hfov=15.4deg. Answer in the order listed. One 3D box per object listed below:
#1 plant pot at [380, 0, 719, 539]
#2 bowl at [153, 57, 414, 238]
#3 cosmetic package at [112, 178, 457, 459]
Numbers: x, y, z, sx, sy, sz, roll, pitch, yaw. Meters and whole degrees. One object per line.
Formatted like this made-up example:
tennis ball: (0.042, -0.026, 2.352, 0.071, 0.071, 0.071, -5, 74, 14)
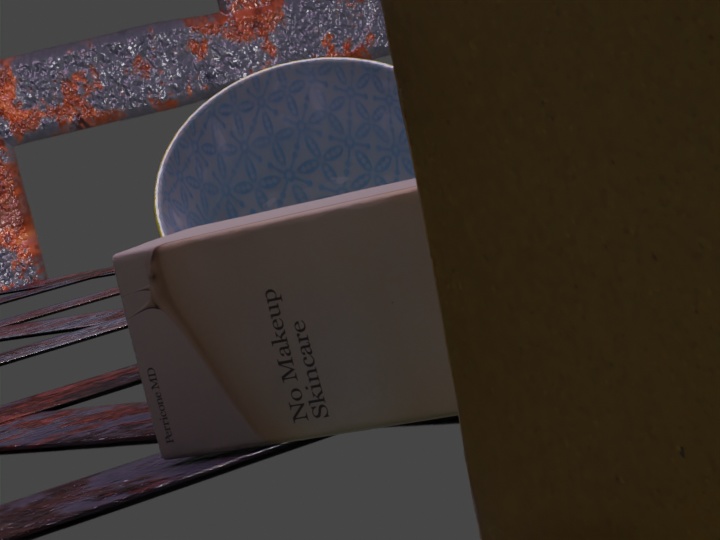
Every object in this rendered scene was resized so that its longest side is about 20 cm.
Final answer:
plant pot: (0.149, -0.025, 0.679, 0.194, 0.196, 0.200, -16, 10, -30)
bowl: (-0.021, -0.020, 1.617, 0.199, 0.201, 0.108, -14, -39, -4)
cosmetic package: (-0.007, 0.018, 1.203, 0.199, 0.104, 0.073, -13, 4, 35)
